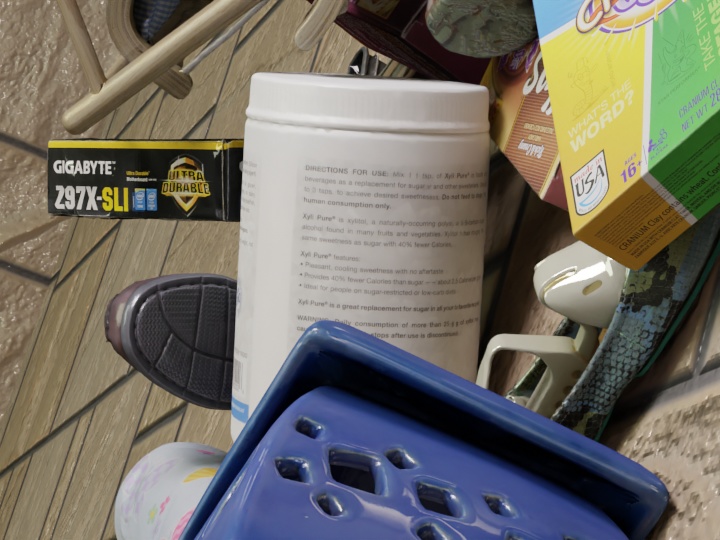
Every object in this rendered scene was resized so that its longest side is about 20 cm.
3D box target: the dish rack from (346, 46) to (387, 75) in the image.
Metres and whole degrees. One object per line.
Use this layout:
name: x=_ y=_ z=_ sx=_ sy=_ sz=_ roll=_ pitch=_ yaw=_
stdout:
dish rack: x=-0.021 y=-0.035 z=1.765 sx=0.200 sy=0.054 sz=0.154 roll=124 pitch=162 yaw=-44

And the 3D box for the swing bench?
swing bench: x=-0.073 y=-0.185 z=1.412 sx=0.199 sy=0.199 sz=0.130 roll=-72 pitch=-37 yaw=-70

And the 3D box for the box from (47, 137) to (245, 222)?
box: x=-0.056 y=-0.053 z=1.490 sx=0.159 sy=0.199 sz=0.050 roll=5 pitch=96 yaw=46

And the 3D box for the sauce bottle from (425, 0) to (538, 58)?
sauce bottle: x=0.070 y=-0.208 z=1.377 sx=0.065 sy=0.064 sz=0.201 roll=129 pitch=153 yaw=-51

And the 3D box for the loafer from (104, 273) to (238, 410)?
loafer: x=-0.071 y=0.040 z=1.422 sx=0.063 sy=0.199 sz=0.072 roll=8 pitch=89 yaw=44

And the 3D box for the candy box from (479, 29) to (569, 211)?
candy box: x=0.118 y=-0.102 z=1.314 sx=0.200 sy=0.056 sz=0.117 roll=-112 pitch=46 yaw=-73

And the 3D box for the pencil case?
pencil case: x=-0.077 y=0.154 z=1.372 sx=0.200 sy=0.083 sz=0.091 roll=-152 pitch=77 yaw=-73

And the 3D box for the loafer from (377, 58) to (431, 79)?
loafer: x=0.042 y=-0.103 z=1.594 sx=0.201 sy=0.072 sz=0.063 roll=-68 pitch=18 yaw=-10

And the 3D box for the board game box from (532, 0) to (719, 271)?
board game box: x=0.144 y=-0.122 z=1.130 sx=0.153 sy=0.040 sz=0.201 roll=-42 pitch=36 yaw=32

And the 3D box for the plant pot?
plant pot: x=0.009 y=0.151 z=1.064 sx=0.200 sy=0.199 sz=0.180 roll=-58 pitch=11 yaw=38

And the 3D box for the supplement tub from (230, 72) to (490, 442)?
supplement tub: x=0.000 y=0.000 z=1.349 sx=0.132 sy=0.131 sz=0.201 roll=-146 pitch=59 yaw=-76

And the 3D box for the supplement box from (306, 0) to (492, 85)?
supplement box: x=0.045 y=-0.179 z=1.522 sx=0.111 sy=0.085 sz=0.200 roll=-55 pitch=28 yaw=0

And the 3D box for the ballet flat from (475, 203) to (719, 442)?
ballet flat: x=0.097 y=0.033 z=1.163 sx=0.074 sy=0.074 sz=0.201 roll=-98 pitch=32 yaw=-64
